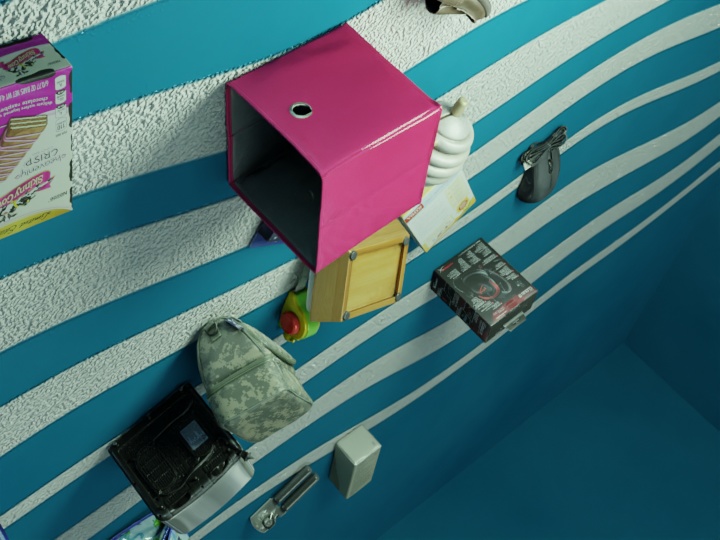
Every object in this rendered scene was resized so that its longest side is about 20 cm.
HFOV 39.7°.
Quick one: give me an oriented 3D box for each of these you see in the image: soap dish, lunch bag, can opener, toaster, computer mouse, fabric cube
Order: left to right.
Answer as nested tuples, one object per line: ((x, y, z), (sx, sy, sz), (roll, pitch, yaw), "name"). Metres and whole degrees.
((-0.422, 0.573, 1.977), (0.200, 0.127, 0.171), (-48, 158, -26), "lunch bag")
((-0.291, 0.322, 1.675), (0.181, 0.200, 0.119), (-40, 152, -12), "toaster")
((-0.183, 0.173, 1.649), (0.139, 0.169, 0.200), (-33, 158, 3), "lunch bag")
((-0.188, 0.554, 2.430), (0.200, 0.053, 0.067), (-44, -171, -5), "can opener")
((-0.040, -0.161, 1.303), (0.199, 0.196, 0.201), (-32, 153, -26), "fabric cube")
((0.000, 0.000, 1.720), (0.199, 0.081, 0.159), (-17, 122, -48), "soap dish")
((0.386, -0.203, 2.116), (0.138, 0.053, 0.201), (-36, 155, -22), "computer mouse")

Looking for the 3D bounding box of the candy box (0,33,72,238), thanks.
((-0.362, -0.123, 1.003), (0.136, 0.061, 0.201), (-29, 152, -34), "candy box")

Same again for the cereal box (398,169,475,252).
((0.139, -0.125, 1.854), (0.144, 0.040, 0.200), (-45, 156, -1), "cereal box")

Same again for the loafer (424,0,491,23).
((0.115, -0.386, 1.367), (0.071, 0.073, 0.199), (-41, 154, 17), "loafer")

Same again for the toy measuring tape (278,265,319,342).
((-0.092, 0.059, 1.734), (0.073, 0.074, 0.201), (-22, 148, -42), "toy measuring tape")

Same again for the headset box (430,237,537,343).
((0.272, 0.048, 2.154), (0.148, 0.200, 0.075), (-34, 154, -25), "headset box")

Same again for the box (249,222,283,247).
((-0.083, -0.108, 1.526), (0.121, 0.032, 0.201), (-12, 141, -52), "box")

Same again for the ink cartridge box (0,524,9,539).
((-0.566, 0.435, 1.482), (0.076, 0.137, 0.200), (-33, 155, -12), "ink cartridge box")

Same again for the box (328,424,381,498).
((-0.016, 0.491, 2.553), (0.095, 0.078, 0.201), (-31, 153, -29), "box")

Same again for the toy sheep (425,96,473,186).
((0.111, -0.202, 1.573), (0.137, 0.139, 0.200), (-25, 168, -38), "toy sheep")
